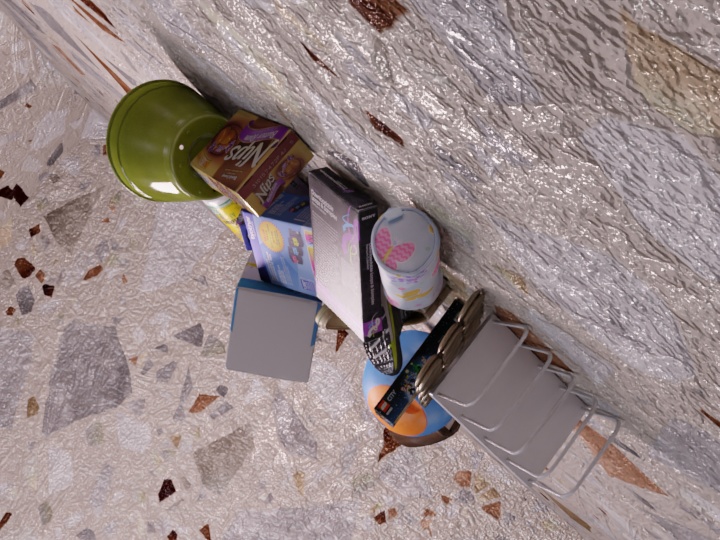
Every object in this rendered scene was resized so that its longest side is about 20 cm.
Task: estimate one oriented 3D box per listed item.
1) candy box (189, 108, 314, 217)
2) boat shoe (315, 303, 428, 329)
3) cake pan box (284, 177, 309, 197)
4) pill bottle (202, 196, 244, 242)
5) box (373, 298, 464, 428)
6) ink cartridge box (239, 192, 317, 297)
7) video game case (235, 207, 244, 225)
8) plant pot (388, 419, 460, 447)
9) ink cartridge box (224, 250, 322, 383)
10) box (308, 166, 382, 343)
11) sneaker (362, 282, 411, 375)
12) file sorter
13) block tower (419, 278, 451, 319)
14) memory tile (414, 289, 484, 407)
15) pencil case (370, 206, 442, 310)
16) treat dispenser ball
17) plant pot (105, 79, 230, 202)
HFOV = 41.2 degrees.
[{"bbox_3d":[-0.158,-0.157,1.364,0.057,0.117,0.199,46,172,-31],"label":"candy box"},{"bbox_3d":[0.023,0.066,1.486,0.066,0.197,0.073,60,140,29],"label":"boat shoe"},{"bbox_3d":[-0.144,-0.145,1.631,0.200,0.052,0.184,44,171,-17],"label":"cake pan box"},{"bbox_3d":[-0.226,-0.123,1.960,0.112,0.113,0.200,33,168,50],"label":"pill bottle"},{"bbox_3d":[0.094,0.143,1.442,0.037,0.201,0.137,37,172,8],"label":"box"},{"bbox_3d":[-0.104,-0.044,1.513,0.198,0.076,0.138,15,131,38],"label":"ink cartridge box"},{"bbox_3d":[-0.110,-0.051,1.753,0.179,0.036,0.200,23,179,19],"label":"video game case"},{"bbox_3d":[0.200,0.422,2.767,0.187,0.188,0.199,43,158,-18],"label":"plant pot"},{"bbox_3d":[-0.141,0.074,1.643,0.143,0.149,0.200,10,-161,-3],"label":"ink cartridge box"},{"bbox_3d":[-0.020,-0.023,1.303,0.143,0.036,0.203,41,143,49],"label":"box"},{"bbox_3d":[0.050,0.059,1.421,0.080,0.203,0.074,11,151,-27],"label":"sneaker"},{"bbox_3d":[0.220,0.180,1.252,0.200,0.139,0.124,43,169,-15],"label":"file sorter"},{"bbox_3d":[0.040,-0.018,1.374,0.199,0.054,0.058,40,174,8],"label":"block tower"},{"bbox_3d":[0.120,0.108,1.291,0.017,0.154,0.200,32,169,13],"label":"memory tile"},{"bbox_3d":[0.060,-0.012,1.188,0.200,0.081,0.092,67,-166,-76],"label":"pencil case"},{"bbox_3d":[0.102,0.217,1.851,0.200,0.202,0.201,40,173,6],"label":"treat dispenser ball"},{"bbox_3d":[-0.278,-0.192,1.521,0.200,0.201,0.192,46,167,-34],"label":"plant pot"}]
